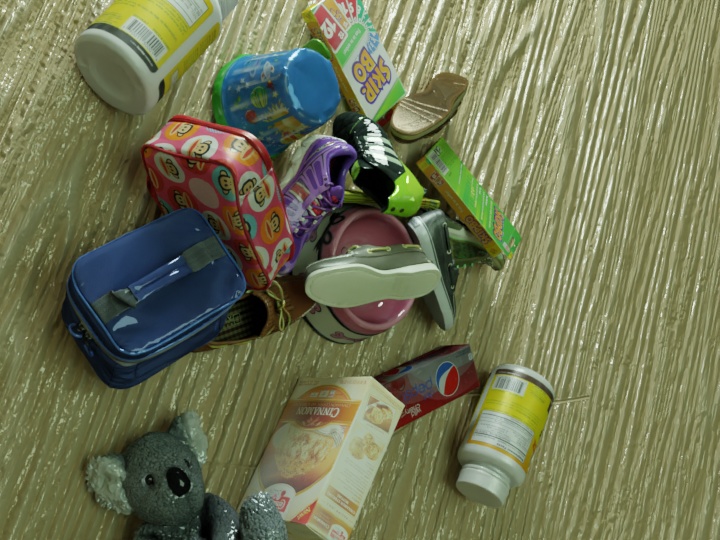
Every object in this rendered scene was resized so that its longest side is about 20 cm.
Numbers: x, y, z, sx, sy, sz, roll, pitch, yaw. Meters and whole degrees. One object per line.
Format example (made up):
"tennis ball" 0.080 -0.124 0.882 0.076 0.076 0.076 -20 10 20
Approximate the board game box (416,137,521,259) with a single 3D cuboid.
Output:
"board game box" 0.166 -0.104 1.590 0.200 0.030 0.096 48 30 -4

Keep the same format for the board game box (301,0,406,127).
"board game box" -0.003 -0.300 1.509 0.096 0.030 0.202 -44 117 -36

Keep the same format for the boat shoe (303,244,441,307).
"boat shoe" 0.009 0.001 1.380 0.199 0.073 0.061 -3 47 -30

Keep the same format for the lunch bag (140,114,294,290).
"lunch bag" -0.175 -0.079 1.236 0.082 0.174 0.202 -52 145 -35

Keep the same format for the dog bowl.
"dog bowl" 0.000 0.000 1.461 0.198 0.073 0.204 4 84 -41

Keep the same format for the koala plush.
"koala plush" -0.213 0.275 1.210 0.176 0.184 0.202 -29 84 -27

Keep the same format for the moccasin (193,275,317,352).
"moccasin" -0.130 0.051 1.328 0.199 0.077 0.075 -12 96 -39

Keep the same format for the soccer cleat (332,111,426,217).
"soccer cleat" 0.011 -0.149 1.425 0.080 0.068 0.201 -4 45 -43

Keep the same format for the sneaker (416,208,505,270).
"sneaker" 0.139 -0.029 1.609 0.199 0.077 0.089 26 100 -39

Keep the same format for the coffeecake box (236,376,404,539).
"coffeecake box" -0.051 0.240 1.338 0.073 0.152 0.202 41 61 -30

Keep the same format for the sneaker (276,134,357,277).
"sneaker" -0.066 -0.086 1.344 0.081 0.083 0.202 45 63 -52

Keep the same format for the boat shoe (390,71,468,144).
"boat shoe" 0.101 -0.226 1.570 0.200 0.071 0.073 -51 158 -48

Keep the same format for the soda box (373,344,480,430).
"soda box" 0.082 0.169 1.525 0.198 0.063 0.071 -19 98 -41

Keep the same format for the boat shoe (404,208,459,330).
"boat shoe" 0.116 0.001 1.532 0.056 0.069 0.202 -27 128 -13

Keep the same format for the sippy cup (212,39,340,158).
"sippy cup" -0.100 -0.221 1.348 0.138 0.129 0.181 11 77 -42

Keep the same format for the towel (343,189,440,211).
"towel" 0.014 -0.100 1.476 0.198 0.085 0.018 2 98 -41

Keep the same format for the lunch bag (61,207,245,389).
"lunch bag" -0.236 0.029 1.171 0.199 0.133 0.136 -33 79 -33

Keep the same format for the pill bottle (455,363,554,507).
"pill bottle" 0.216 0.252 1.608 0.109 0.108 0.202 44 60 -30

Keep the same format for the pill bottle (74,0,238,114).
"pill bottle" -0.234 -0.289 1.249 0.115 0.113 0.201 52 56 -25
